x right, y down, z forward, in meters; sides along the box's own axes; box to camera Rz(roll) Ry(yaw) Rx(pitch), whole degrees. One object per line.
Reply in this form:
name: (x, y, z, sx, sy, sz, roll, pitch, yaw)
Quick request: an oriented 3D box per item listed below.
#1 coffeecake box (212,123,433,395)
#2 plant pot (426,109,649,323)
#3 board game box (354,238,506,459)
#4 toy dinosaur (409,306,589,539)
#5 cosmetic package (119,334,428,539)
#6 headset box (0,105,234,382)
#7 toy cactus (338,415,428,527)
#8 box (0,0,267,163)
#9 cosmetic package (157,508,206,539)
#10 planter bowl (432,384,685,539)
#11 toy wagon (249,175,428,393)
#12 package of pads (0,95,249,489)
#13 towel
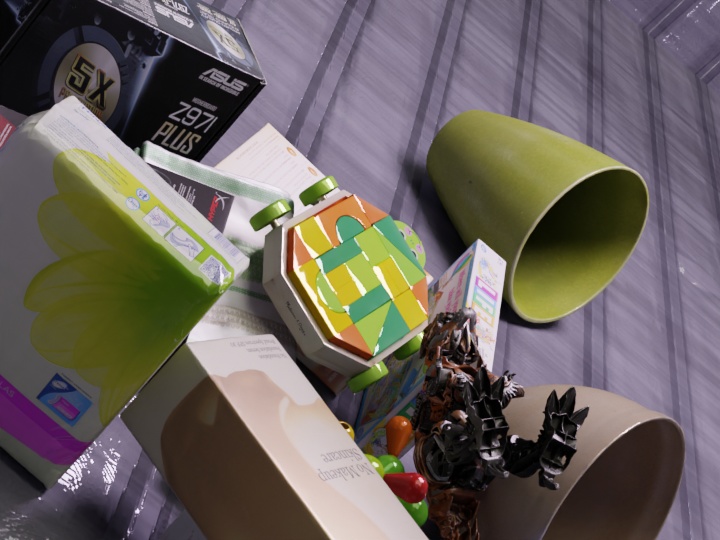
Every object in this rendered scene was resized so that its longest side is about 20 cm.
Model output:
coffeecake box: (-0.049, -0.013, 1.444, 0.200, 0.073, 0.154, 43, 25, -2)
plant pot: (0.164, -0.078, 1.800, 0.187, 0.187, 0.200, 13, 23, -50)
board game box: (0.057, 0.068, 1.406, 0.034, 0.134, 0.200, 39, 25, -10)
toy dinosaur: (0.083, 0.124, 1.227, 0.102, 0.136, 0.201, -11, 81, -38)
cosmetic package: (-0.043, 0.137, 1.035, 0.200, 0.071, 0.105, 51, 23, 17)
headset box: (-0.198, -0.022, 1.158, 0.199, 0.077, 0.149, 20, 31, -7)
toy cactus: (-0.032, 0.139, 1.163, 0.164, 0.103, 0.200, 11, -5, -4)
box: (-0.202, -0.147, 1.310, 0.200, 0.164, 0.086, 23, 30, -40)
cosmetic package: (-0.030, 0.223, 1.090, 0.200, 0.074, 0.102, 27, 29, -32)
planter bowl: (0.136, 0.169, 1.328, 0.135, 0.201, 0.200, 31, 14, 33)
toy wagon: (0.000, 0.000, 1.344, 0.200, 0.040, 0.155, -32, 90, -52)
package of pads: (-0.182, 0.012, 1.032, 0.154, 0.200, 0.068, 43, 28, -2)
towel: (-0.110, 0.005, 1.282, 0.149, 0.031, 0.200, 16, 51, -26)
